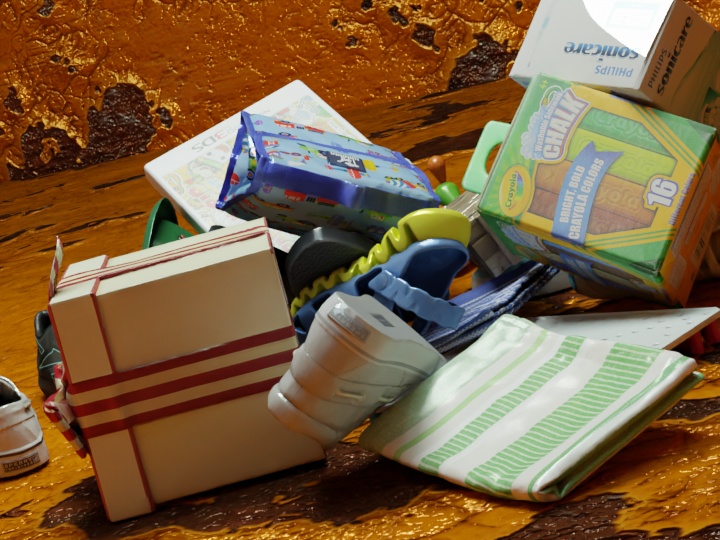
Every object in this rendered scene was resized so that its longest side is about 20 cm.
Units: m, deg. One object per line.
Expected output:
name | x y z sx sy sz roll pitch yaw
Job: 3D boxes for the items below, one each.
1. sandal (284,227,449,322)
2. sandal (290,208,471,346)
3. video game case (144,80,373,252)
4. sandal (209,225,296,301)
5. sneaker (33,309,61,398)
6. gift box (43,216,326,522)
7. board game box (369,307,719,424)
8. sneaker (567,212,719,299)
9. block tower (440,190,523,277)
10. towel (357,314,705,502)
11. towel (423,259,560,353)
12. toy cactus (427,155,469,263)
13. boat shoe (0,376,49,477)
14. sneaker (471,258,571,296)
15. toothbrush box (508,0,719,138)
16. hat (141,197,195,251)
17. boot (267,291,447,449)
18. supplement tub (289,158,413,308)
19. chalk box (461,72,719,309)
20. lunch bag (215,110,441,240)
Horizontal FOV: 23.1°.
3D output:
sandal | 0.000 0.000 1.431 0.076 0.043 0.200 -31 -26 20
sandal | 0.012 0.036 1.353 0.079 0.088 0.200 16 -43 -38
video game case | -0.074 -0.082 1.624 0.181 0.023 0.200 -31 51 -20
sandal | -0.038 0.006 1.498 0.199 0.043 0.076 24 14 -25
sneaker | -0.257 0.082 1.612 0.075 0.080 0.200 -20 13 -29
gift box | -0.140 0.054 1.292 0.185 0.201 0.185 -16 6 -2
board game box | 0.133 0.073 1.276 0.199 0.026 0.199 -6 13 41
sneaker | 0.269 -0.024 1.466 0.199 0.077 0.081 -17 12 -4
block tower | 0.110 -0.038 1.566 0.054 0.058 0.200 -38 5 -1
towel | 0.106 0.086 1.139 0.152 0.023 0.200 -37 25 -23
towel | 0.080 0.038 1.441 0.144 0.024 0.200 -27 3 26
toy cactus | 0.111 -0.050 1.805 0.199 0.103 0.165 -1 25 21
boat shoe | -0.312 0.124 1.496 0.071 0.066 0.200 -17 11 -13
sneaker | 0.190 -0.032 1.586 0.199 0.083 0.074 -15 10 4
toothbrush box | 0.243 -0.144 1.434 0.199 0.086 0.146 29 -9 -38
hat | -0.097 0.035 1.549 0.175 0.201 0.166 1 -25 6
boot | -0.007 0.072 1.212 0.096 0.073 0.200 -52 -20 6
supplement tub | -0.034 -0.022 1.675 0.199 0.141 0.140 -16 11 -7
chalk box | 0.174 -0.068 1.385 0.199 0.125 0.124 20 -8 22
lunch bag | -0.027 -0.065 1.449 0.150 0.095 0.200 14 4 -13
